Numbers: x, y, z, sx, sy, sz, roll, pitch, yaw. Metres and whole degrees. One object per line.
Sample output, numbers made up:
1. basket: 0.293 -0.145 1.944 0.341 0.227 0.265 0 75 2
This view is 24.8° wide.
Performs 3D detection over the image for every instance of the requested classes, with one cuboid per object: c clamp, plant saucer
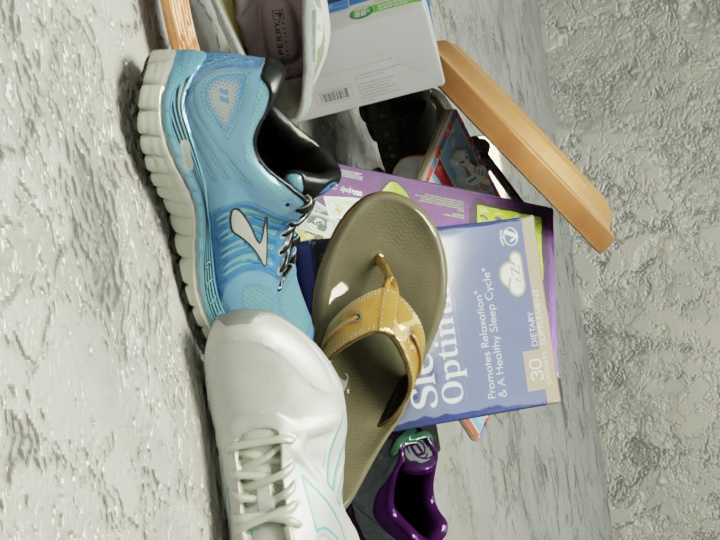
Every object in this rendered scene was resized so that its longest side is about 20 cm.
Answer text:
1. c clamp: 0.070 -0.053 1.321 0.200 0.027 0.171 105 -35 -55
2. plant saucer: 0.110 -0.093 1.154 0.200 0.032 0.200 44 7 -7

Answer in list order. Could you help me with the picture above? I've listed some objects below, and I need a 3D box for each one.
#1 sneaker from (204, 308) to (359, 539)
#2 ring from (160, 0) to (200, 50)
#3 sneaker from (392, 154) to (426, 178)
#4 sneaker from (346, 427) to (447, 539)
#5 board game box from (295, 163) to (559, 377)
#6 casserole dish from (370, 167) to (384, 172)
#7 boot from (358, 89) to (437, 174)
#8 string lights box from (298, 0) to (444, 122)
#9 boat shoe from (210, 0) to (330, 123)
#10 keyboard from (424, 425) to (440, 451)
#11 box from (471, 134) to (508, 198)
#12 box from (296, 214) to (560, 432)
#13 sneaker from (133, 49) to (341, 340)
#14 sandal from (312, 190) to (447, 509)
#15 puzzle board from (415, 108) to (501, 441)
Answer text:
1. sneaker: -0.040 0.116 0.864 0.080 0.070 0.201 -65 145 -63
2. ring: -0.087 -0.150 0.950 0.200 0.019 0.202 -9 90 -79
3. sneaker: 0.057 0.011 1.214 0.092 0.075 0.200 -63 142 -32
4. sneaker: 0.019 0.089 1.060 0.074 0.087 0.201 -20 104 -35
5. board game box: 0.039 0.003 1.052 0.032 0.199 0.121 -32 -127 54
6. casserole dish: 0.000 0.000 1.193 0.200 0.039 0.122 -64 144 -67
7. boot: 0.020 -0.175 1.242 0.174 0.069 0.201 65 29 -43
8. string lights box: -0.008 -0.181 1.072 0.200 0.102 0.059 -96 170 -53
9. boat shoe: -0.057 -0.174 0.896 0.065 0.074 0.203 -92 173 -46
10. keyboard: 0.041 0.061 1.380 0.127 0.020 0.201 -40 121 -74
11. box: 0.089 -0.016 1.453 0.095 0.077 0.201 -172 -107 -78
12. box: 0.028 0.036 1.001 0.032 0.199 0.122 -12 -94 61
13. sneaker: -0.051 -0.027 0.859 0.079 0.089 0.201 -84 163 -48
14. sandal: 0.001 0.052 0.933 0.201 0.080 0.054 -68 -166 -10
15. puzzle board: 0.076 0.007 1.157 0.200 0.017 0.151 57 47 -45
